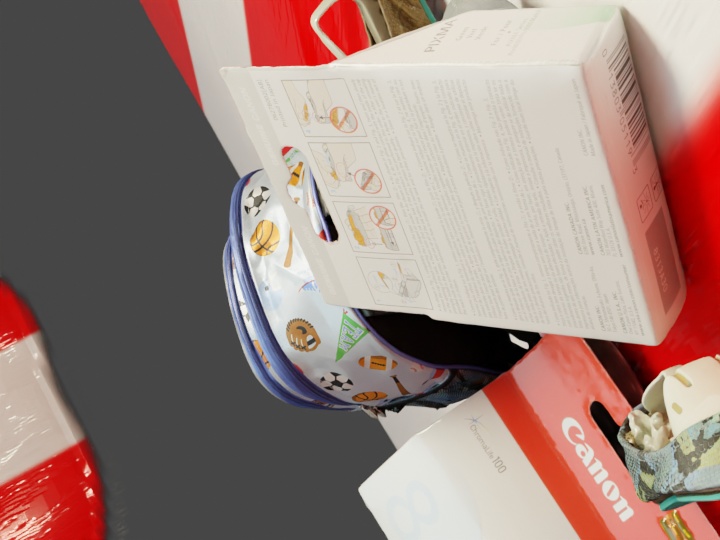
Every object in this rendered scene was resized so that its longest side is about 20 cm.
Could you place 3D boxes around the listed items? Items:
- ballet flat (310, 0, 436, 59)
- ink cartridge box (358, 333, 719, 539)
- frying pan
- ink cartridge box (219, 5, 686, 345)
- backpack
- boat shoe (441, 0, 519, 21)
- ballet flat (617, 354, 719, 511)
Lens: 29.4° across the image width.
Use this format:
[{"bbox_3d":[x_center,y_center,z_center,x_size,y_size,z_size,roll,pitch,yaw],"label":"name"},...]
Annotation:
[{"bbox_3d":[-0.002,-0.172,0.810,0.201,0.072,0.068,66,172,-24],"label":"ballet flat"},{"bbox_3d":[0.099,0.147,0.813,0.161,0.047,0.200,57,137,17],"label":"ink cartridge box"},{"bbox_3d":[0.156,0.098,0.859,0.115,0.031,0.191,58,174,38],"label":"frying pan"},{"bbox_3d":[0.046,-0.045,0.667,0.199,0.050,0.162,7,134,36],"label":"ink cartridge box"},{"bbox_3d":[0.000,0.000,0.854,0.190,0.153,0.201,17,-132,-61],"label":"backpack"},{"bbox_3d":[0.082,-0.059,0.726,0.072,0.070,0.202,-112,5,-49],"label":"boat shoe"},{"bbox_3d":[0.162,0.076,0.651,0.075,0.074,0.200,60,169,10],"label":"ballet flat"}]
